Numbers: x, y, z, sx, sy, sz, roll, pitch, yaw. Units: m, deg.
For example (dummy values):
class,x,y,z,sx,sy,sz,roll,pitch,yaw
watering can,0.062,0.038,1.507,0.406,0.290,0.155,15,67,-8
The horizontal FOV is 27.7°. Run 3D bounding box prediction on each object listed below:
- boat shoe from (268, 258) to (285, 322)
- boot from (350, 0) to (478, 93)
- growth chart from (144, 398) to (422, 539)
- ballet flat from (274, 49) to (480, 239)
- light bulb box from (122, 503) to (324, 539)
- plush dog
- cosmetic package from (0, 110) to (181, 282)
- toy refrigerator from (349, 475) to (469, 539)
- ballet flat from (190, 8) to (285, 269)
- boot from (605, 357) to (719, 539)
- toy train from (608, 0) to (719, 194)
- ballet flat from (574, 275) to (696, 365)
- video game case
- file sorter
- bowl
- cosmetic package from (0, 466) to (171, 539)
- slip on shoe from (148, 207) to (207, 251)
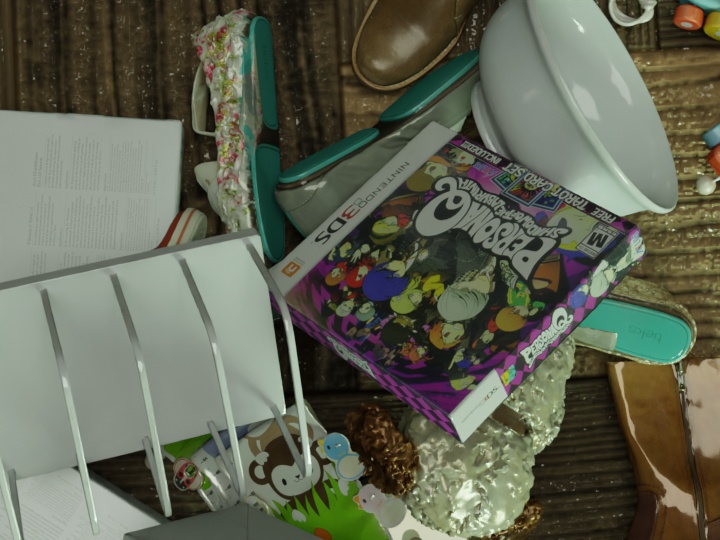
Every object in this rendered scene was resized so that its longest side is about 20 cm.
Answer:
class,x,y,z,sx,sy,sz,roll,pitch,yaw
boat shoe,0.000,0.000,1.084,0.199,0.076,0.060,-29,81,-3
boot,0.065,-0.220,1.100,0.074,0.075,0.200,42,86,2
growth chart,-0.054,0.162,1.051,0.200,0.018,0.145,46,114,15
ballet flat,0.026,-0.090,1.095,0.200,0.067,0.064,-35,108,-15
light bulb box,-0.062,0.288,0.969,0.198,0.125,0.201,16,103,40
plush dog,0.081,0.100,1.002,0.200,0.160,0.172,30,62,-24
cosmetic package,-0.212,-0.014,1.082,0.150,0.052,0.201,4,86,-4
toy refrigerator,0.066,0.235,1.068,0.070,0.076,0.201,-27,86,-3
ballet flat,-0.094,-0.096,1.097,0.064,0.076,0.201,-7,79,18
boot,0.207,0.166,1.082,0.187,0.068,0.201,-7,85,-2
toy train,0.286,-0.158,1.107,0.150,0.056,0.200,-33,87,-10
ballet flat,0.152,0.020,1.092,0.199,0.065,0.071,21,110,-5
video game case,0.058,-0.001,0.982,0.181,0.036,0.200,-43,48,-15
file sorter,-0.139,0.078,0.932,0.199,0.125,0.139,-13,116,-13
bowl,0.142,-0.115,1.059,0.090,0.201,0.202,-27,87,27
cosmetic package,-0.230,0.218,1.072,0.200,0.052,0.151,32,84,1
slip on shoe,-0.180,0.031,1.016,0.061,0.074,0.200,41,90,3
